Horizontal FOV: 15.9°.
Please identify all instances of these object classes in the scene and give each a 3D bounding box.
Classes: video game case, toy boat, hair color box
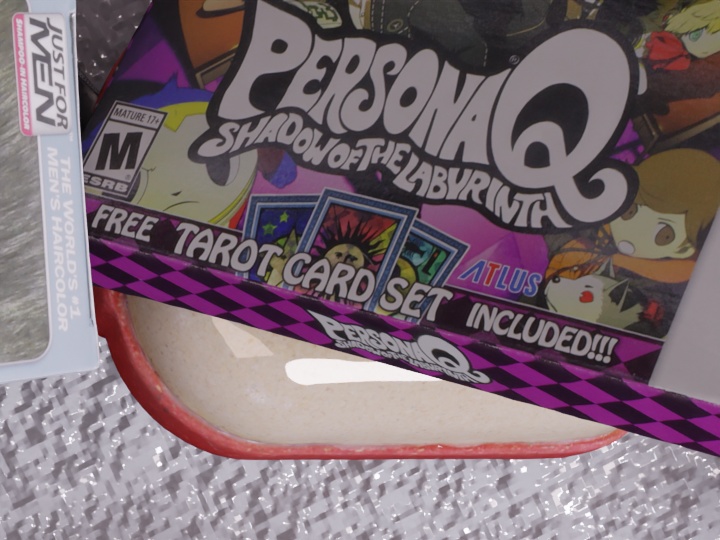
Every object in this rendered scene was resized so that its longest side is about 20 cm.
[{"bbox_3d":[0.043,-0.057,0.641,0.199,0.036,0.182,15,66,27],"label":"video game case"},{"bbox_3d":[0.000,0.000,0.772,0.199,0.131,0.131,3,71,-29],"label":"toy boat"},{"bbox_3d":[-0.152,-0.022,0.674,0.060,0.199,0.100,-6,94,-42],"label":"hair color box"}]

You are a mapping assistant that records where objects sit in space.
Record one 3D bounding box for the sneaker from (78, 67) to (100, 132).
[{"bbox_3d":[-0.115,0.000,0.776,0.113,0.075,0.202,-10,93,-4],"label":"sneaker"}]
